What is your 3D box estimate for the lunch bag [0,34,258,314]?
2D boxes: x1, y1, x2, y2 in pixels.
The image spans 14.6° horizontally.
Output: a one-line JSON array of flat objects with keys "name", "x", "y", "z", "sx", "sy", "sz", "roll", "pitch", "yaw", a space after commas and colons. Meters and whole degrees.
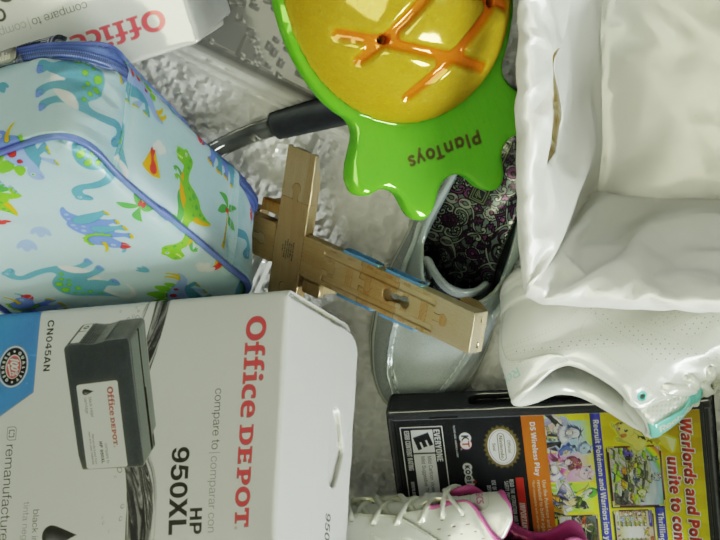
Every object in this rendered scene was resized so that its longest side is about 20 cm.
[{"name": "lunch bag", "x": -0.162, "y": -0.039, "z": 1.513, "sx": 0.160, "sy": 0.083, "sz": 0.200, "roll": -15, "pitch": 146, "yaw": 26}]

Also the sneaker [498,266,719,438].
[{"name": "sneaker", "x": 0.173, "y": 0.049, "z": 1.502, "sx": 0.199, "sy": 0.089, "sz": 0.075, "roll": 1, "pitch": 150, "yaw": 5}]

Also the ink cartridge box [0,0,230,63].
[{"name": "ink cartridge box", "x": -0.173, "y": -0.203, "z": 1.523, "sx": 0.147, "sy": 0.086, "sz": 0.200, "roll": -16, "pitch": 101, "yaw": 14}]

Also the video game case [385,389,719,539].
[{"name": "video game case", "x": 0.116, "y": 0.157, "z": 1.587, "sx": 0.180, "sy": 0.026, "sz": 0.200, "roll": -3, "pitch": 117, "yaw": 11}]

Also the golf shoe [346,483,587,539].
[{"name": "golf shoe", "x": 0.033, "y": 0.147, "z": 1.548, "sx": 0.200, "sy": 0.075, "sz": 0.092, "roll": 21, "pitch": 109, "yaw": -9}]

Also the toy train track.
[{"name": "toy train track", "x": 0.000, "y": 0.000, "z": 1.537, "sx": 0.200, "sy": 0.032, "sz": 0.115, "roll": 25, "pitch": 113, "yaw": 41}]

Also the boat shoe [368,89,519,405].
[{"name": "boat shoe", "x": 0.050, "y": -0.002, "z": 1.546, "sx": 0.070, "sy": 0.072, "sz": 0.201, "roll": 20, "pitch": 110, "yaw": 3}]

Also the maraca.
[{"name": "maraca", "x": 0.023, "y": -0.128, "z": 1.450, "sx": 0.137, "sy": 0.107, "sz": 0.201, "roll": -22, "pitch": 104, "yaw": -20}]

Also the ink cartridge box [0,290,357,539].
[{"name": "ink cartridge box", "x": -0.111, "y": 0.095, "z": 1.510, "sx": 0.199, "sy": 0.084, "sz": 0.145, "roll": -5, "pitch": 72, "yaw": 24}]

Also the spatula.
[{"name": "spatula", "x": -0.064, "y": -0.073, "z": 1.572, "sx": 0.200, "sy": 0.021, "sz": 0.057, "roll": -18, "pitch": 123, "yaw": 11}]

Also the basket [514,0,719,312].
[{"name": "basket", "x": 0.187, "y": -0.093, "z": 1.450, "sx": 0.199, "sy": 0.161, "sz": 0.199, "roll": 2, "pitch": 106, "yaw": 10}]
